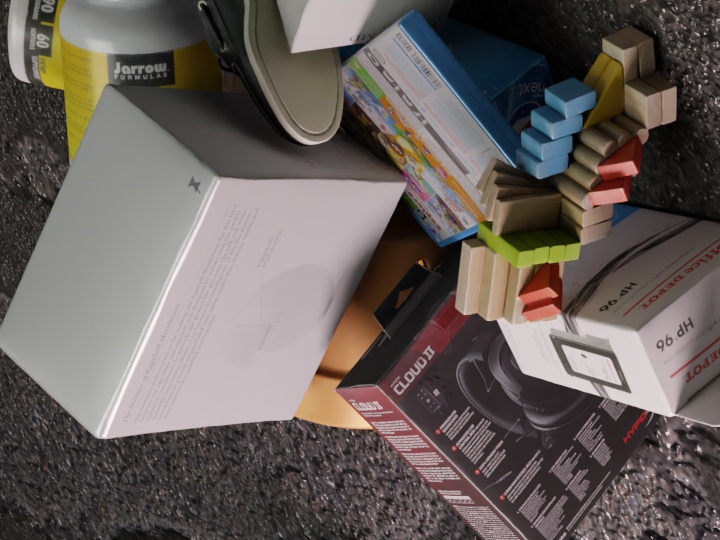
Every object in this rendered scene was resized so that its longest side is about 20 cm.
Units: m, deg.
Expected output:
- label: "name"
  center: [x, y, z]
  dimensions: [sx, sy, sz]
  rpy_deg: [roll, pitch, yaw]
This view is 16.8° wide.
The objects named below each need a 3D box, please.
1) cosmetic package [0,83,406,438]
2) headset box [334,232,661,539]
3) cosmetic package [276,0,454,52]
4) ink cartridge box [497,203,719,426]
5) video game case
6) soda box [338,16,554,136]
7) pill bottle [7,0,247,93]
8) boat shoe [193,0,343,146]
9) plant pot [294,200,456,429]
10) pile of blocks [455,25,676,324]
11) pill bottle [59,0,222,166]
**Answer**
- label: "cosmetic package"
  center: [-0.107, -0.007, 1.628]
  dimensions: [0.123, 0.199, 0.200]
  rpy_deg: [38, 112, 29]
- label: "headset box"
  center: [0.092, 0.081, 1.685]
  dimensions: [0.200, 0.149, 0.077]
  rpy_deg: [45, 159, -14]
- label: "cosmetic package"
  center: [0.014, -0.221, 1.511]
  dimensions: [0.200, 0.112, 0.082]
  rpy_deg: [111, 145, -64]
- label: "ink cartridge box"
  center: [0.186, 0.024, 1.519]
  dimensions: [0.200, 0.116, 0.068]
  rpy_deg: [14, 136, 56]
- label: "video game case"
  center: [0.044, -0.088, 1.590]
  dimensions: [0.143, 0.018, 0.200]
  rpy_deg: [50, 162, -5]
- label: "soda box"
  center: [0.047, -0.128, 1.646]
  dimensions: [0.200, 0.068, 0.064]
  rpy_deg: [29, 150, 46]
- label: "pill bottle"
  center: [-0.152, -0.179, 1.810]
  dimensions: [0.199, 0.115, 0.115]
  rpy_deg: [11, 146, 6]
- label: "boat shoe"
  center: [-0.074, -0.165, 1.611]
  dimensions: [0.066, 0.074, 0.200]
  rpy_deg: [-34, 78, 46]
- label: "plant pot"
  center: [0.000, 0.000, 1.784]
  dimensions: [0.200, 0.199, 0.141]
  rpy_deg: [36, 134, 38]
- label: "pile of blocks"
  center: [0.126, -0.051, 1.464]
  dimensions: [0.082, 0.201, 0.062]
  rpy_deg: [19, -168, -39]
- label: "pill bottle"
  center: [-0.152, -0.139, 1.702]
  dimensions: [0.112, 0.112, 0.201]
  rpy_deg: [29, 129, 46]
